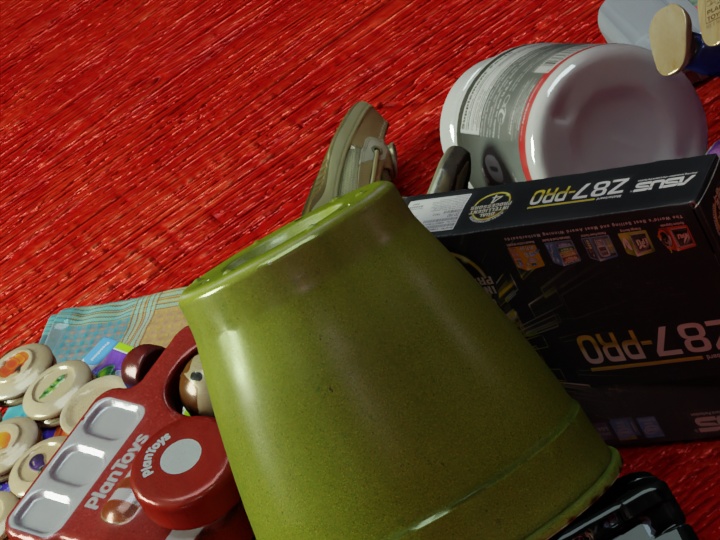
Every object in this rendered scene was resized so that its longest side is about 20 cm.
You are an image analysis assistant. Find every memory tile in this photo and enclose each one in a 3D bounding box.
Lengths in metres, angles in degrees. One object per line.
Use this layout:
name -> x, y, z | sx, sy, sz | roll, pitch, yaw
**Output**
memory tile -> -0.239, 0.126, 1.683 | 0.200, 0.017, 0.153 | -45, 35, -18

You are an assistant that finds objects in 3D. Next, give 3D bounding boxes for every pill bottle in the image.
pill bottle -> 0.124, -0.083, 1.669 | 0.114, 0.114, 0.200 | -36, 13, -11

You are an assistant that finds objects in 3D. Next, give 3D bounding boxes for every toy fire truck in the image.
toy fire truck -> -0.096, 0.098, 1.575 | 0.168, 0.112, 0.200 | 12, 56, 36

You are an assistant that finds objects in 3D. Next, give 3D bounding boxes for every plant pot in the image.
plant pot -> 0.004, 0.064, 1.430 | 0.200, 0.193, 0.200 | -29, 5, 3

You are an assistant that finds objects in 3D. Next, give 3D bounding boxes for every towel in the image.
towel -> -0.145, 0.059, 1.816 | 0.200, 0.022, 0.147 | -13, 34, 28

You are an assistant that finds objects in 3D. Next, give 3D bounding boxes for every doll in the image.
doll -> 0.270, -0.124, 1.587 | 0.136, 0.200, 0.049 | -32, 56, 46

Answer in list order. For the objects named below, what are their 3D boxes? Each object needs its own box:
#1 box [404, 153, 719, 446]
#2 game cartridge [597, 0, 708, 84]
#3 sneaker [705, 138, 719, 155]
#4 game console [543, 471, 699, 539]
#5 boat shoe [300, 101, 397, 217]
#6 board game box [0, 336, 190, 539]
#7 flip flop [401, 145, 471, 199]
box -> 0.131, 0.022, 1.480 | 0.200, 0.161, 0.049 | -7, 38, 34
game cartridge -> 0.262, -0.198, 1.838 | 0.200, 0.041, 0.133 | -30, 25, -1
sneaker -> 0.271, -0.072, 1.574 | 0.200, 0.073, 0.114 | -35, 39, -11
game console -> 0.092, 0.201, 1.382 | 0.200, 0.116, 0.176 | -29, -1, 1
boat shoe -> -0.004, -0.039, 1.810 | 0.201, 0.063, 0.073 | -72, 4, -56
board game box -> -0.175, 0.138, 1.673 | 0.134, 0.045, 0.200 | 16, 56, 48
flip flop -> 0.000, 0.000, 1.656 | 0.200, 0.058, 0.081 | -51, 0, 30
